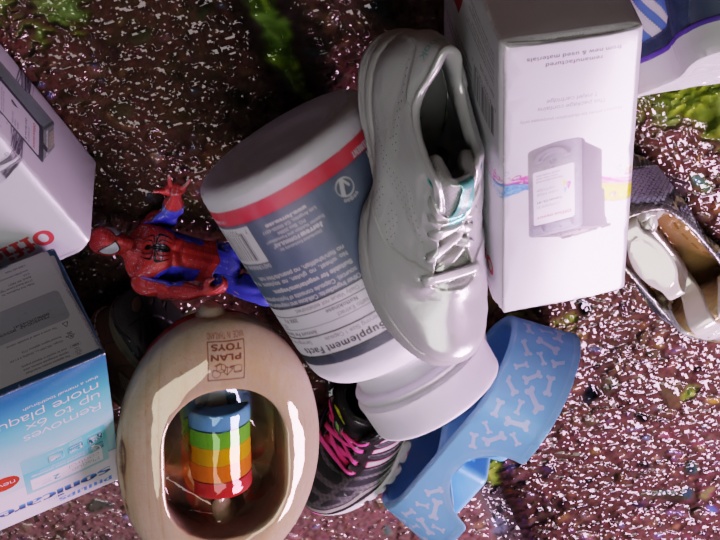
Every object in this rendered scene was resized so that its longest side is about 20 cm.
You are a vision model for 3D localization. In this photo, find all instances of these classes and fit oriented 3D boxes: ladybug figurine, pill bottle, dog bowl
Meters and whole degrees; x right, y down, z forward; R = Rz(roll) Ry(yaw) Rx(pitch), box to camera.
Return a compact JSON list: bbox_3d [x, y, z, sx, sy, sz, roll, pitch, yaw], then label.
[{"bbox_3d":[-0.097,0.106,1.306,0.135,0.072,0.200,-4,117,-17],"label":"ladybug figurine"},{"bbox_3d":[0.000,0.000,1.231,0.119,0.120,0.200,-26,108,19],"label":"pill bottle"},{"bbox_3d":[0.080,0.111,1.390,0.050,0.112,0.200,29,126,-11],"label":"dog bowl"}]

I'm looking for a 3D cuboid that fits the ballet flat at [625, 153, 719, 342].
[{"bbox_3d":[0.213,0.005,1.323,0.072,0.072,0.200,-29,128,22],"label":"ballet flat"}]

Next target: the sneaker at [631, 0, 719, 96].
[{"bbox_3d":[0.184,-0.183,1.146,0.080,0.147,0.200,-11,178,-7],"label":"sneaker"}]

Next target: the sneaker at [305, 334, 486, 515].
[{"bbox_3d":[0.002,0.099,1.373,0.087,0.074,0.200,-6,143,-51],"label":"sneaker"}]

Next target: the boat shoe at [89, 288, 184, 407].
[{"bbox_3d":[-0.125,0.092,1.388,0.074,0.076,0.200,-25,122,25],"label":"boat shoe"}]

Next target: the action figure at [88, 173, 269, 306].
[{"bbox_3d":[-0.075,-0.007,1.282,0.200,0.065,0.099,10,165,-12],"label":"action figure"}]

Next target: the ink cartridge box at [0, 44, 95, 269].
[{"bbox_3d":[-0.275,-0.078,1.205,0.146,0.084,0.200,-22,131,17],"label":"ink cartridge box"}]

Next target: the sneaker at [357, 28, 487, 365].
[{"bbox_3d":[0.044,-0.037,1.133,0.075,0.088,0.200,-15,103,-22],"label":"sneaker"}]

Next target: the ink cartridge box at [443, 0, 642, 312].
[{"bbox_3d":[0.102,-0.100,1.162,0.085,0.148,0.200,-10,134,-6],"label":"ink cartridge box"}]

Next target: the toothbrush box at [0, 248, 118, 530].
[{"bbox_3d":[-0.239,0.090,1.259,0.146,0.085,0.200,-22,156,-16],"label":"toothbrush box"}]
